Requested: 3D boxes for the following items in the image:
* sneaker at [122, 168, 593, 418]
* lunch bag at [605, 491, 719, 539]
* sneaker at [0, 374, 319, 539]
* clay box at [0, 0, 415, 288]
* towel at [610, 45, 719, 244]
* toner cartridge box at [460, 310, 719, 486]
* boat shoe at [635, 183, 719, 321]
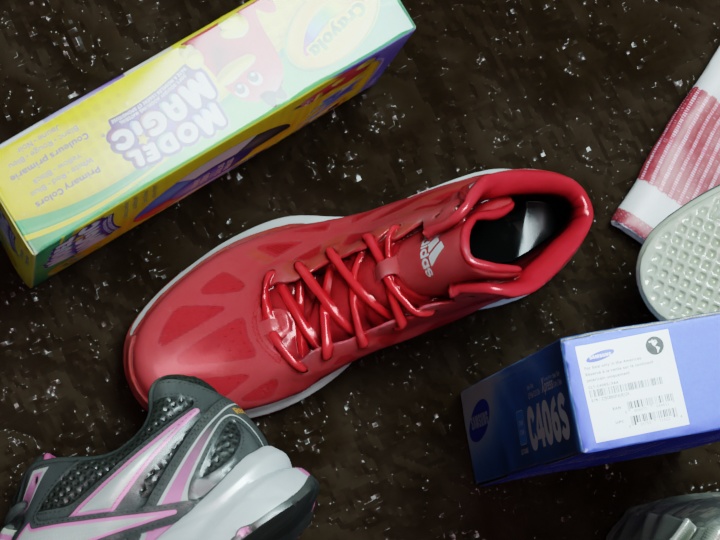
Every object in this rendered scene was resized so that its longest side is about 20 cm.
[{"bbox_3d":[0.000,0.000,0.954,0.200,0.116,0.078,-26,87,-11],"label":"sneaker"},{"bbox_3d":[0.196,0.147,0.937,0.200,0.164,0.118,33,85,-3],"label":"lunch bag"},{"bbox_3d":[-0.115,0.119,0.944,0.200,0.080,0.086,-37,72,-3],"label":"sneaker"},{"bbox_3d":[-0.080,-0.053,0.951,0.200,0.115,0.048,-32,89,-10],"label":"clay box"},{"bbox_3d":[0.220,-0.063,1.042,0.144,0.023,0.200,35,79,-1],"label":"towel"},{"bbox_3d":[0.103,0.050,0.919,0.095,0.200,0.043,-8,83,-9],"label":"toner cartridge box"},{"bbox_3d":[0.209,-0.017,0.993,0.200,0.062,0.075,-19,86,-7],"label":"boat shoe"}]
